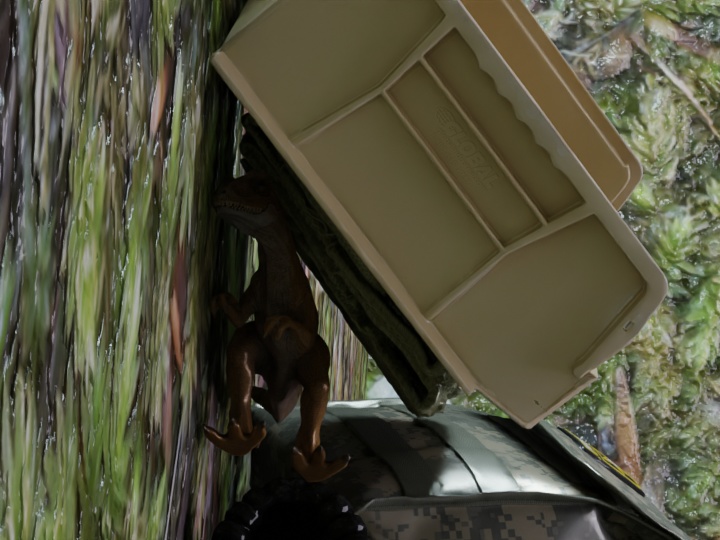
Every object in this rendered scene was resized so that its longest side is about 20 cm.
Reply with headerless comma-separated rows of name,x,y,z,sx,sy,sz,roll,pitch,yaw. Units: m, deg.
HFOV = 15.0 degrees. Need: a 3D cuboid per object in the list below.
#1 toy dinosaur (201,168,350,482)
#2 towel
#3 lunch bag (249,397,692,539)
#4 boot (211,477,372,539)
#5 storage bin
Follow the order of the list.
toy dinosaur,-0.031,0.039,1.147,0.201,0.060,0.107,91,2,-54
towel,0.000,0.000,1.199,0.149,0.036,0.200,56,-2,5
lunch bag,0.060,0.125,1.284,0.164,0.198,0.119,-141,-127,-66
boot,-0.032,0.205,1.086,0.158,0.079,0.212,103,-17,-59
storage bin,0.039,-0.059,1.133,0.199,0.093,0.200,52,11,-10
